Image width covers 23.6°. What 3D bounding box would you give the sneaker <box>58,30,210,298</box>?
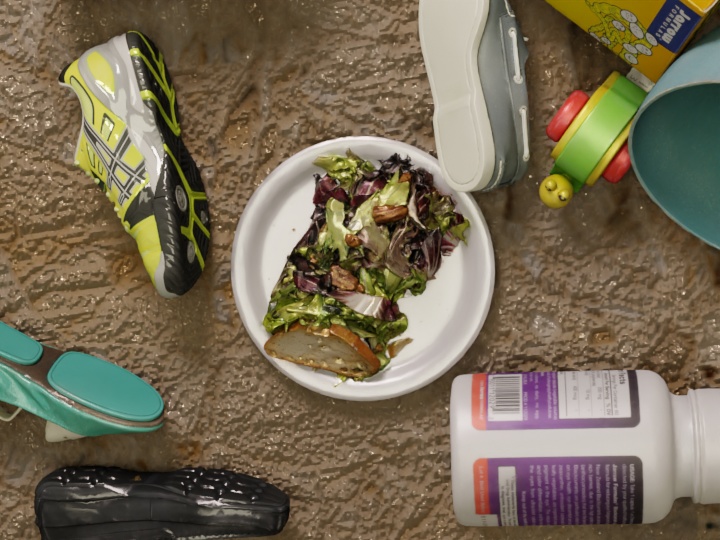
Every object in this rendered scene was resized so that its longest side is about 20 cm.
[{"bbox_3d":[-0.168,-0.074,1.290,0.076,0.075,0.200,-16,83,14],"label":"sneaker"}]

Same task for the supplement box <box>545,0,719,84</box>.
[{"bbox_3d":[0.170,-0.245,1.189,0.200,0.109,0.110,38,69,6],"label":"supplement box"}]

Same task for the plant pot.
[{"bbox_3d":[0.303,-0.110,1.187,0.200,0.200,0.135,28,63,3],"label":"plant pot"}]

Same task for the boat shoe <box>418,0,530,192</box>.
[{"bbox_3d":[0.090,-0.157,1.265,0.062,0.073,0.200,-2,88,-37],"label":"boat shoe"}]

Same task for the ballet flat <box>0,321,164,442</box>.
[{"bbox_3d":[-0.244,0.090,1.318,0.200,0.067,0.070,24,121,4],"label":"ballet flat"}]

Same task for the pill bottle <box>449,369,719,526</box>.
[{"bbox_3d":[0.167,0.128,1.247,0.200,0.111,0.112,-1,95,6],"label":"pill bottle"}]

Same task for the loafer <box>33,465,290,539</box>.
[{"bbox_3d":[-0.151,0.189,1.311,0.200,0.068,0.070,0,103,11],"label":"loafer"}]

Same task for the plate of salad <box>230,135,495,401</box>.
[{"bbox_3d":[0.000,0.000,1.285,0.200,0.048,0.200,1,95,7],"label":"plate of salad"}]

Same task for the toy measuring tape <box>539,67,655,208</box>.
[{"bbox_3d":[0.193,-0.127,1.242,0.074,0.074,0.200,36,98,2],"label":"toy measuring tape"}]
